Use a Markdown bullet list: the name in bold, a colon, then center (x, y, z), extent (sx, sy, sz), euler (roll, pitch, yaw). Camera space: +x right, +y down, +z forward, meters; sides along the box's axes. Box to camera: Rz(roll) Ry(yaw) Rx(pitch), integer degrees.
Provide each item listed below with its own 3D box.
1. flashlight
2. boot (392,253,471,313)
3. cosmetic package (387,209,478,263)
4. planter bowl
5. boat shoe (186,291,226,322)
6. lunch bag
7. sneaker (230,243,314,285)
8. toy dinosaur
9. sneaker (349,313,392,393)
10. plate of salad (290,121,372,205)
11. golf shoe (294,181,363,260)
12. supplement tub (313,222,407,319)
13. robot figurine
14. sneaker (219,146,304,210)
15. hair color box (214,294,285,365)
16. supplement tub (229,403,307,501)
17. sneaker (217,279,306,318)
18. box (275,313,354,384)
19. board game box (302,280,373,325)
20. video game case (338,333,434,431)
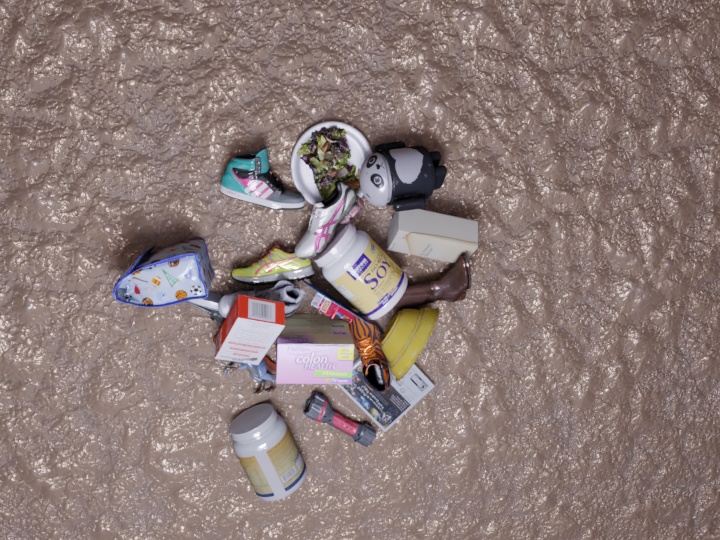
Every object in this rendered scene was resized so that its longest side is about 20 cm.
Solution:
- **flashlight**: center (-0.049, 0.384, 1.645), extent (0.198, 0.068, 0.069), euler (31, 104, -13)
- **boot**: center (0.161, 0.036, 1.543), extent (0.195, 0.065, 0.188), euler (-7, 145, -4)
- **cosmetic package**: center (0.170, -0.083, 1.521), extent (0.196, 0.104, 0.075), euler (9, 63, -10)
- **planter bowl**: center (0.104, 0.156, 1.542), extent (0.083, 0.200, 0.203), euler (31, 99, -1)
- **boat shoe**: center (-0.328, 0.098, 1.530), extent (0.196, 0.069, 0.058), euler (19, 103, -14)
- **lunch bag**: center (-0.441, 0.008, 1.436), extent (0.196, 0.170, 0.126), euler (-14, 104, -3)
- **sneaker**: center (-0.210, -0.014, 1.518), extent (0.195, 0.078, 0.092), euler (-7, 87, -7)
- **toy dinosaur**: center (-0.277, 0.218, 1.585), extent (0.198, 0.104, 0.185), euler (-29, 99, -35)
- **sneaker**: center (0.026, 0.201, 1.561), extent (0.076, 0.112, 0.203), euler (-25, 87, 6)
- **plate of salad**: center (-0.063, -0.239, 1.484), extent (0.195, 0.048, 0.205), euler (-2, 106, -6)
- **golf shoe**: center (-0.089, -0.115, 1.465), extent (0.200, 0.073, 0.092), euler (-47, 121, 4)
- **supplement tub**: center (0.000, 0.000, 1.506), extent (0.145, 0.146, 0.200), euler (-44, 107, 6)
- **robot figurine**: center (0.095, -0.216, 1.462), extent (0.196, 0.150, 0.127), euler (-11, 114, -13)
- **sneaker**: center (-0.213, -0.215, 1.456), extent (0.196, 0.084, 0.123), euler (12, 113, -10)
- **hair color box**: center (-0.253, 0.138, 1.457), extent (0.109, 0.065, 0.201), euler (12, 141, -23)
- **supplement tub**: center (-0.231, 0.450, 1.598), extent (0.142, 0.145, 0.203), euler (-22, 107, -1)
- **sneaker**: center (-0.223, 0.066, 1.482), extent (0.196, 0.115, 0.077), euler (0, 71, -31)
- **box**: center (-0.112, 0.181, 1.512), extent (0.172, 0.200, 0.099), euler (2, 105, -9)
- **board game box**: center (-0.063, 0.091, 1.513), extent (0.198, 0.158, 0.039), euler (33, 89, -15)
- **video game case**: center (0.064, 0.291, 1.659), extent (0.181, 0.023, 0.200), euler (-42, 107, 4)
